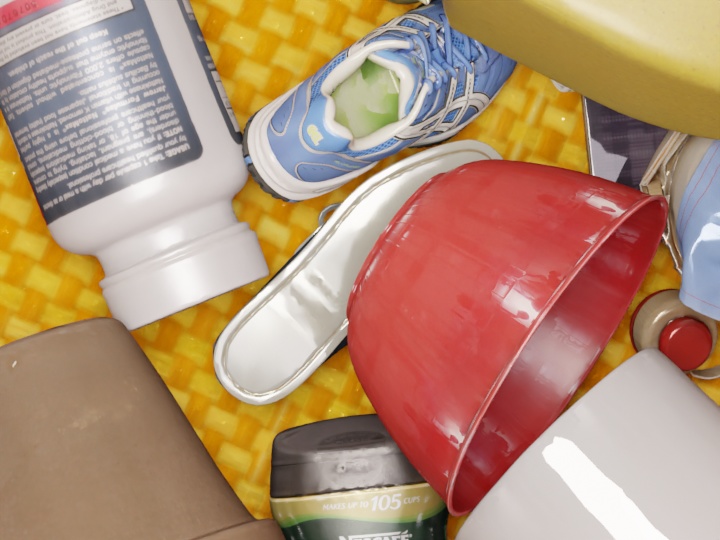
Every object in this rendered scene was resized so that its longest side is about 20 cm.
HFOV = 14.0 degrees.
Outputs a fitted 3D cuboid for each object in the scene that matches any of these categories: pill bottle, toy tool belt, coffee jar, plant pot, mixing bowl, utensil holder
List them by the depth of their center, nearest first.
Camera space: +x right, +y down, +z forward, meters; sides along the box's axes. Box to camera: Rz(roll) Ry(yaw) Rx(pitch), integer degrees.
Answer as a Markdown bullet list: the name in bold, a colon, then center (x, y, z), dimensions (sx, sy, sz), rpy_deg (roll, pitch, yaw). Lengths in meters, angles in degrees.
- **plant pot**: center (0.174, -0.170, 1.485), dimensions (0.199, 0.196, 0.195), rpy_deg (34, 86, 7)
- **mixing bowl**: center (0.063, 0.016, 1.538), dimensions (0.108, 0.200, 0.201), rpy_deg (35, 88, 14)
- **plant pot**: center (-0.151, 0.125, 1.557), dimensions (0.199, 0.200, 0.176), rpy_deg (-21, 82, -2)
- **utensil holder**: center (0.173, 0.165, 1.572), dimensions (0.170, 0.170, 0.200), rpy_deg (-43, 79, -2)
- **toy tool belt**: center (0.213, -0.019, 1.589), dimensions (0.124, 0.123, 0.201), rpy_deg (18, 104, -19)
- **pill bottle**: center (-0.128, -0.074, 1.602), dimensions (0.119, 0.120, 0.201), rpy_deg (-22, 90, -2)
- **coffee jar**: center (0.007, 0.180, 1.621), dimensions (0.104, 0.085, 0.201), rpy_deg (-7, 90, 3)

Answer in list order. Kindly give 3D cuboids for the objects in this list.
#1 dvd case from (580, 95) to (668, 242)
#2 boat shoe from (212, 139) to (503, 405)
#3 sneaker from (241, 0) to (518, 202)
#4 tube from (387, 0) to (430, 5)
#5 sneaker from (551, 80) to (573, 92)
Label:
- **dvd case**: center (0.197, -0.119, 1.667), dimensions (0.148, 0.016, 0.201), rpy_deg (-6, 89, -4)
- **boat shoe**: center (0.000, 0.000, 1.635), dimensions (0.075, 0.062, 0.200), rpy_deg (45, 91, -6)
- **sneaker**: center (0.029, -0.101, 1.604), dimensions (0.200, 0.077, 0.076), rpy_deg (-37, 95, -31)
- **tube**: center (0.028, -0.173, 1.569), dimensions (0.058, 0.200, 0.052), rpy_deg (40, 90, -1)
- **sneaker**: center (0.133, -0.198, 1.615), dimensions (0.115, 0.074, 0.201), rpy_deg (-8, 90, -13)
